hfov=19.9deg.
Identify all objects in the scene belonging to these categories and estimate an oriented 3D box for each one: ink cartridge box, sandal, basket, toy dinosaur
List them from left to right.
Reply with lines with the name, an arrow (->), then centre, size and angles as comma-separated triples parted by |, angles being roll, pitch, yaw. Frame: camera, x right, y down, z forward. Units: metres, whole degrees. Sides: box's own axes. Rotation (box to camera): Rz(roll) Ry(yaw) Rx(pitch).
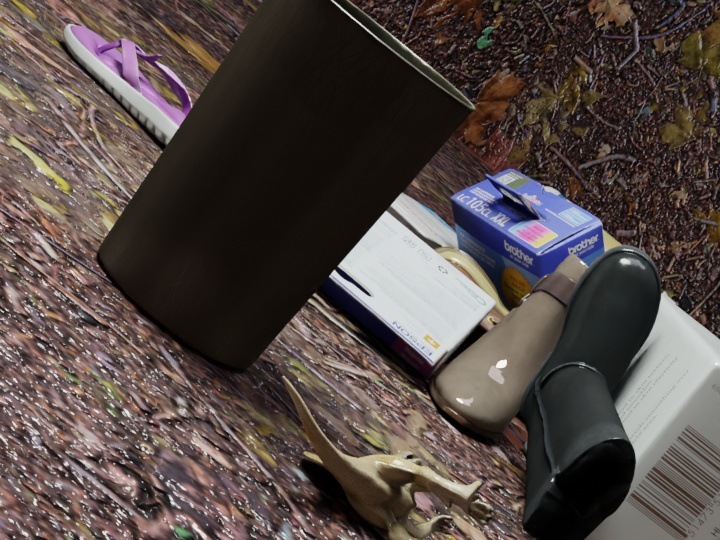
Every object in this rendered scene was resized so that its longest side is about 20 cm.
sandal -> -0.171, -0.153, 1.703 | 0.203, 0.050, 0.082 | 44, 9, 32
basket -> -0.048, -0.056, 1.173 | 0.136, 0.201, 0.180 | 39, 7, 3
ink cartridge box -> 0.000, 0.000, 1.626 | 0.196, 0.043, 0.200 | 40, 22, 6
toy dinosaur -> 0.010, 0.116, 1.083 | 0.101, 0.059, 0.200 | 26, -5, 20
ink cartridge box -> 0.042, -0.020, 1.893 | 0.116, 0.067, 0.200 | 44, 9, 27
ink cartridge box -> 0.152, 0.002, 1.808 | 0.136, 0.076, 0.202 | 35, -38, 49

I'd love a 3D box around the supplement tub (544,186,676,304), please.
supplement tub -> 0.237, 0.020, 2.291 | 0.200, 0.145, 0.145 | 40, 8, 8

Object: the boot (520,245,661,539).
boot -> 0.165, 0.086, 1.438 | 0.065, 0.166, 0.200 | 24, 19, -2

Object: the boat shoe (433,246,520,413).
boat shoe -> 0.113, 0.072, 1.750 | 0.200, 0.072, 0.068 | 46, 41, 0

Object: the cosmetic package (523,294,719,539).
cosmetic package -> 0.249, 0.147, 1.540 | 0.166, 0.168, 0.200 | 36, 9, -14

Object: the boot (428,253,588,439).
boot -> 0.129, 0.052, 1.591 | 0.070, 0.146, 0.200 | 41, 8, 5
